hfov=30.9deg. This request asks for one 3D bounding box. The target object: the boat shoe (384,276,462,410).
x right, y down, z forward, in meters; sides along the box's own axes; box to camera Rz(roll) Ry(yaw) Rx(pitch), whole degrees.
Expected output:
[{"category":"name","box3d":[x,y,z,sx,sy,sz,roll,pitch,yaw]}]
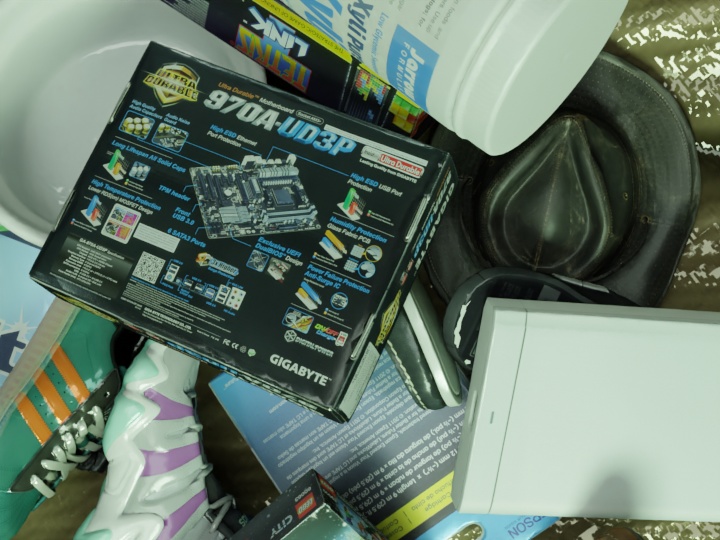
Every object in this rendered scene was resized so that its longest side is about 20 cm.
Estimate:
[{"category":"boat shoe","box3d":[0.000,0.000,0.789,0.060,0.076,0.201,-26,71,7]}]

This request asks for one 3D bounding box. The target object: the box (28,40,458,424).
[{"category":"box","box3d":[-0.066,-0.025,0.743,0.199,0.046,0.160,21,78,15]}]

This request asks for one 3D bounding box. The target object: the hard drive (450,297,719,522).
[{"category":"hard drive","box3d":[0.162,0.086,0.773,0.199,0.027,0.133,4,111,-12]}]

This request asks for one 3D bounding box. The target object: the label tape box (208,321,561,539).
[{"category":"label tape box","box3d":[0.018,0.112,0.847,0.143,0.066,0.200,-37,83,9]}]

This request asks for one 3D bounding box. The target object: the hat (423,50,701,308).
[{"category":"hat","box3d":[0.119,-0.048,0.819,0.200,0.081,0.202,0,88,13]}]

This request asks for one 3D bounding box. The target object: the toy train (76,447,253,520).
[{"category":"toy train","box3d":[-0.135,0.152,0.897,0.200,0.034,0.046,35,84,12]}]

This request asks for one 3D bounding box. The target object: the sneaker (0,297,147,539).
[{"category":"sneaker","box3d":[-0.191,0.093,0.864,0.080,0.071,0.201,18,69,13]}]

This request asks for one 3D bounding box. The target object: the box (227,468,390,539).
[{"category":"box","box3d":[-0.056,0.228,0.771,0.200,0.038,0.137,-40,116,6]}]

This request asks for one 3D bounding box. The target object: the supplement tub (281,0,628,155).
[{"category":"supplement tub","box3d":[0.031,-0.170,0.694,0.200,0.132,0.132,40,97,16]}]

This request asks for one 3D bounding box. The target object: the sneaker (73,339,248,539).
[{"category":"sneaker","box3d":[-0.096,0.141,0.813,0.139,0.078,0.201,17,91,1]}]

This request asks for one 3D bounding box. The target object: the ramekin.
[{"category":"ramekin","box3d":[-0.155,-0.094,0.850,0.199,0.098,0.201,-1,75,3]}]

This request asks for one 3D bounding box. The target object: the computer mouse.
[{"category":"computer mouse","box3d":[0.131,0.071,0.801,0.199,0.046,0.141,13,108,-15]}]

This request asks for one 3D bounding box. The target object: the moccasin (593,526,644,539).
[{"category":"moccasin","box3d":[0.105,0.219,0.776,0.201,0.077,0.074,-50,50,42]}]

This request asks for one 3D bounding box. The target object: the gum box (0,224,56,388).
[{"category":"gum box","box3d":[-0.292,0.033,0.926,0.169,0.045,0.201,21,92,12]}]

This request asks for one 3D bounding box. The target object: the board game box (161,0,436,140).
[{"category":"board game box","box3d":[-0.007,-0.182,0.814,0.200,0.165,0.057,35,140,11]}]
